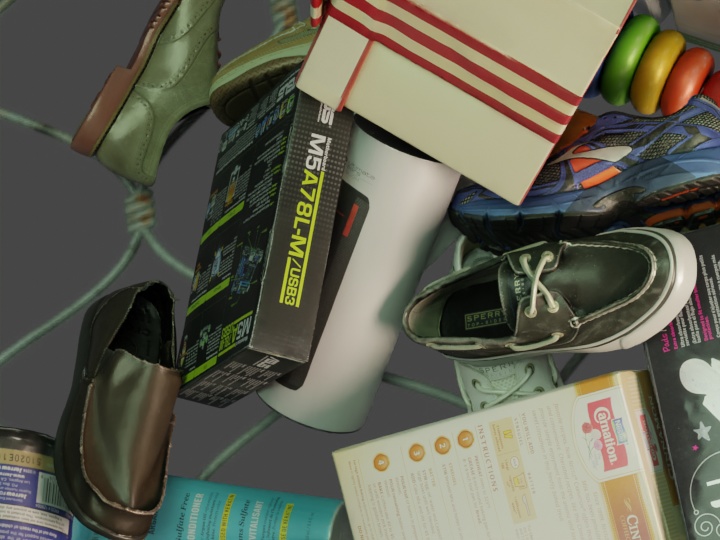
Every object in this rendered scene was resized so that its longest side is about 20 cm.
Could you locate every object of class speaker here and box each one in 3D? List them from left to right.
[{"bbox_3d":[0.000,0.000,1.628,0.081,0.081,0.201,29,111,21],"label":"speaker"}]

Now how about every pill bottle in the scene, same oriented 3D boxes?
[{"bbox_3d":[-0.249,0.210,1.654,0.111,0.112,0.201,-1,72,14],"label":"pill bottle"}]

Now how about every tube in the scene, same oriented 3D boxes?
[{"bbox_3d":[-0.103,0.170,1.668,0.199,0.050,0.078,2,66,21],"label":"tube"}]

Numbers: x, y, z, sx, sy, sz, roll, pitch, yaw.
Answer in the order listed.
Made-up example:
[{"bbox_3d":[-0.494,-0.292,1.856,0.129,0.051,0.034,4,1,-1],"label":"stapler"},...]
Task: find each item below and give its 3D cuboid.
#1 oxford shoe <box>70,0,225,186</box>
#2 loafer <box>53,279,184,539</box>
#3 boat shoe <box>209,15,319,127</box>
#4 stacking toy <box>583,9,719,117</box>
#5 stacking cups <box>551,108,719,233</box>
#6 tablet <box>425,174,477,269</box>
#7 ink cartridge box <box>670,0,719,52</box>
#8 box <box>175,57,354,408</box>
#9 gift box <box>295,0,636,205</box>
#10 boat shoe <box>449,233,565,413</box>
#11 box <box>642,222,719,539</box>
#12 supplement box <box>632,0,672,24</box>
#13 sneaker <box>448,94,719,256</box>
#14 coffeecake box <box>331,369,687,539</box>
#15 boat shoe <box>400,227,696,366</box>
[{"bbox_3d":[-0.123,-0.150,1.771,0.075,0.070,0.201,34,81,-5],"label":"oxford shoe"},{"bbox_3d":[-0.155,0.085,1.654,0.071,0.073,0.201,-47,35,42],"label":"loafer"},{"bbox_3d":[-0.012,-0.158,1.740,0.199,0.072,0.077,-16,55,1],"label":"boat shoe"},{"bbox_3d":[0.183,-0.137,1.672,0.199,0.085,0.086,27,81,16],"label":"stacking toy"},{"bbox_3d":[0.174,-0.069,1.668,0.199,0.061,0.061,22,79,25],"label":"stacking cups"},{"bbox_3d":[0.034,-0.075,1.682,0.200,0.014,0.130,-45,63,22],"label":"tablet"},{"bbox_3d":[0.266,-0.187,1.597,0.145,0.200,0.048,21,77,19],"label":"ink cartridge box"},{"bbox_3d":[-0.064,-0.020,1.638,0.047,0.200,0.195,13,74,-16],"label":"box"},{"bbox_3d":[0.079,-0.192,1.542,0.186,0.201,0.185,28,38,2],"label":"gift box"},{"bbox_3d":[0.093,0.067,1.633,0.070,0.069,0.201,-20,69,8],"label":"boat shoe"},{"bbox_3d":[0.246,0.082,1.555,0.114,0.132,0.201,-14,70,13],"label":"box"},{"bbox_3d":[0.223,-0.282,1.692,0.101,0.103,0.200,40,88,21],"label":"supplement box"},{"bbox_3d":[0.153,-0.058,1.609,0.199,0.075,0.079,-11,59,11],"label":"sneaker"},{"bbox_3d":[0.100,0.161,1.560,0.199,0.073,0.155,-17,83,23],"label":"coffeecake box"},{"bbox_3d":[0.113,0.019,1.539,0.199,0.063,0.071,-19,69,38],"label":"boat shoe"}]
